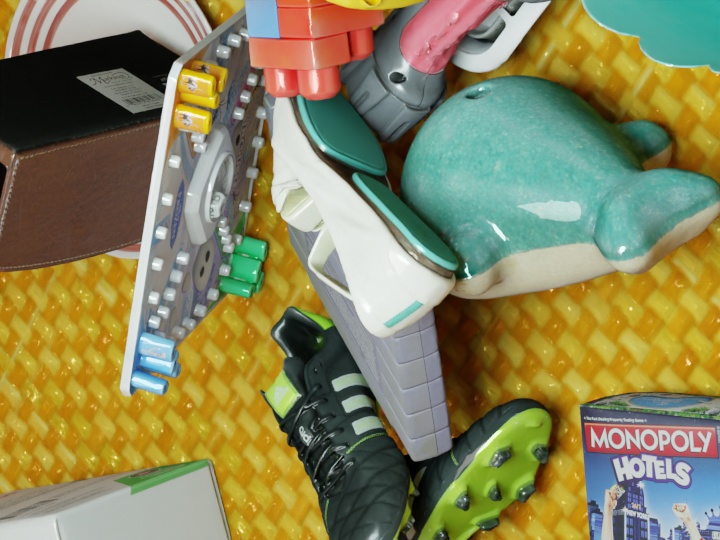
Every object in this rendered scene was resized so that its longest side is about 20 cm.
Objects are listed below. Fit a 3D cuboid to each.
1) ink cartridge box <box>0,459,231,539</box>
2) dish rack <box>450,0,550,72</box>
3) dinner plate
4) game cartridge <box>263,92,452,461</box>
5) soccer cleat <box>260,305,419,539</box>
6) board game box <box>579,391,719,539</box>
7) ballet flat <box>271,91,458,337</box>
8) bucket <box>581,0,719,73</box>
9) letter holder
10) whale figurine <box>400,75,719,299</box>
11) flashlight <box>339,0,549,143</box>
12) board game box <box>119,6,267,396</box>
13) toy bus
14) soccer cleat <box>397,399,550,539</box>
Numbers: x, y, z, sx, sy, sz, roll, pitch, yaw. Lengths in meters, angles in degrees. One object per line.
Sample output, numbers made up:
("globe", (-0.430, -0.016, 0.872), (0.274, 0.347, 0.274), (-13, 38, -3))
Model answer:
("ink cartridge box", (-0.202, 0.188, 1.867), (0.199, 0.146, 0.085), (-12, 94, 43))
("dish rack", (0.049, -0.228, 1.587), (0.200, 0.043, 0.172), (47, 136, 10))
("dinner plate", (-0.150, -0.108, 1.828), (0.199, 0.024, 0.201), (13, 110, 39))
("game cartridge", (0.000, 0.000, 1.643), (0.130, 0.038, 0.200), (75, 169, -46))
("soccer cleat", (-0.017, 0.097, 1.657), (0.068, 0.081, 0.200), (-51, 26, 25))
("board game box", (0.216, 0.121, 1.543), (0.199, 0.062, 0.201), (4, 103, 40))
("ballet flat", (-0.013, -0.035, 1.536), (0.200, 0.069, 0.070), (57, 135, 48))
("bucket", (0.206, -0.200, 1.420), (0.206, 0.134, 0.208), (12, 109, 39))
("letter holder", (-0.181, -0.046, 1.721), (0.100, 0.200, 0.143), (31, 120, 30))
("whale figurine", (0.101, -0.048, 1.531), (0.200, 0.159, 0.104), (11, 128, 58))
("flashlight", (0.059, -0.138, 1.551), (0.068, 0.068, 0.200), (44, 135, 0))
("board game box", (-0.081, -0.048, 1.676), (0.026, 0.200, 0.201), (15, 112, 11))
("toy bus", (-0.013, -0.187, 1.505), (0.199, 0.135, 0.193), (2, 102, 48))
("soccer cleat", (0.040, 0.132, 1.689), (0.200, 0.067, 0.081), (-54, 52, 35))
